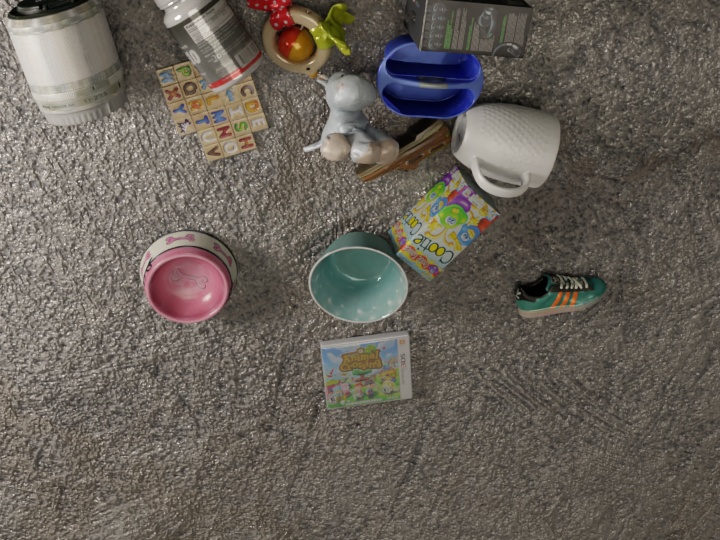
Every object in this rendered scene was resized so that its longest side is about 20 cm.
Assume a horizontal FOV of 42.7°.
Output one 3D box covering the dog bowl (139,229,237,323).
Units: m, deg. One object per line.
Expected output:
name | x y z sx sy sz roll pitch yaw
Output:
dog bowl | -0.351 0.021 1.872 0.200 0.074 0.201 -4 120 -6

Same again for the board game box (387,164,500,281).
board game box | 0.167 -0.095 1.861 0.105 0.103 0.200 37 109 -25

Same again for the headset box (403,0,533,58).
headset box | 0.177 -0.446 1.614 0.199 0.174 0.093 2 120 -10

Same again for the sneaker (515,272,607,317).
sneaker | 0.436 0.043 2.000 0.200 0.071 0.080 -15 126 2

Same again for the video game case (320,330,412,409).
video game case | 0.016 0.226 2.075 0.199 0.022 0.182 -7 121 -4

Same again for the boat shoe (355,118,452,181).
boat shoe | 0.088 -0.222 1.793 0.200 0.072 0.068 -31 120 11

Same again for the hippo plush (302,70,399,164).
hippo plush | -0.005 -0.285 1.701 0.159 0.200 0.161 3 101 -15

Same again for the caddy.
caddy | 0.125 -0.356 1.699 0.199 0.105 0.142 2 119 -9

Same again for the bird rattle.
bird rattle | -0.113 -0.423 1.635 0.200 0.113 0.163 17 134 -15

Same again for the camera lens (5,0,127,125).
camera lens | -0.499 -0.368 1.571 0.160 0.160 0.200 -12 121 -1

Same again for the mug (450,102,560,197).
mug | 0.269 -0.225 1.748 0.175 0.200 0.148 11 149 -12

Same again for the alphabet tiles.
alphabet tiles | -0.272 -0.306 1.730 0.167 0.008 0.200 -16 121 1

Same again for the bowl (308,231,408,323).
bowl | 0.000 0.000 1.878 0.200 0.105 0.201 3 129 4

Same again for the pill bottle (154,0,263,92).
pill bottle | -0.268 -0.422 1.598 0.114 0.114 0.200 -31 115 10
